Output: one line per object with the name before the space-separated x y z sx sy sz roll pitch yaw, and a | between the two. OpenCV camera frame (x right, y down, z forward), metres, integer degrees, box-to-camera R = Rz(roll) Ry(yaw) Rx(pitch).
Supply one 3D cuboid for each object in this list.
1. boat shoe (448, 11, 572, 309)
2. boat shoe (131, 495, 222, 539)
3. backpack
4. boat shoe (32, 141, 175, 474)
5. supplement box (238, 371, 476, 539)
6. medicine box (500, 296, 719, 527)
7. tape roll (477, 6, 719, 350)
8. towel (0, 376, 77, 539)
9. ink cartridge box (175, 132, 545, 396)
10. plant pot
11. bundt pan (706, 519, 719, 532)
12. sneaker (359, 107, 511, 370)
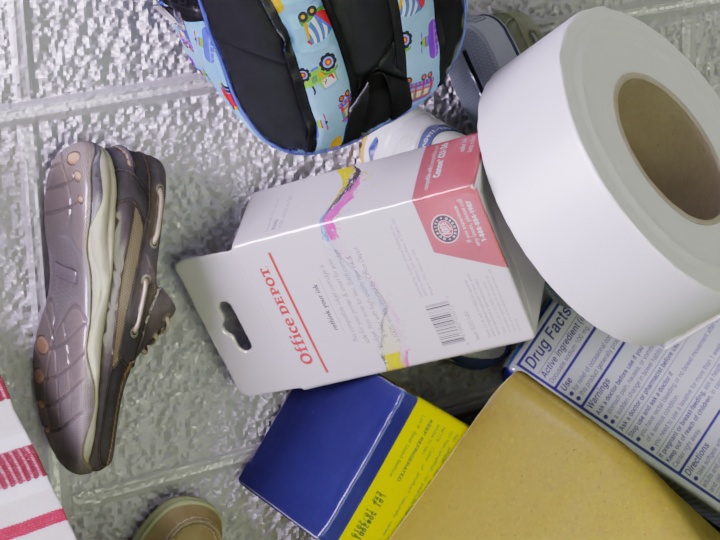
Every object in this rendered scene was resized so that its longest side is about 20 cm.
boat shoe | 0.120 -0.076 1.306 0.062 0.072 0.201 -22 92 -33
boat shoe | -0.128 0.243 1.283 0.073 0.063 0.201 21 93 -36
backpack | -0.036 -0.177 1.162 0.182 0.134 0.201 -31 119 -22
boat shoe | -0.144 0.024 1.195 0.073 0.074 0.201 -3 108 -32
supplement box | 0.040 0.147 1.334 0.200 0.109 0.109 33 87 -35
medicine box | 0.225 0.049 1.368 0.200 0.103 0.183 34 84 5
tape roll | 0.164 -0.057 1.232 0.202 0.203 0.071 26 134 -36
towel | -0.245 0.119 1.110 0.144 0.201 0.023 -16 157 -31
ink cartridge box | 0.000 0.000 1.248 0.199 0.068 0.117 -13 121 19
plant pot | 0.151 0.215 1.238 0.195 0.200 0.195 42 81 -36
bundt pan | 0.256 0.209 1.451 0.201 0.202 0.076 -24 106 -25
sneaker | 0.062 -0.009 1.312 0.075 0.088 0.201 -37 123 -20
